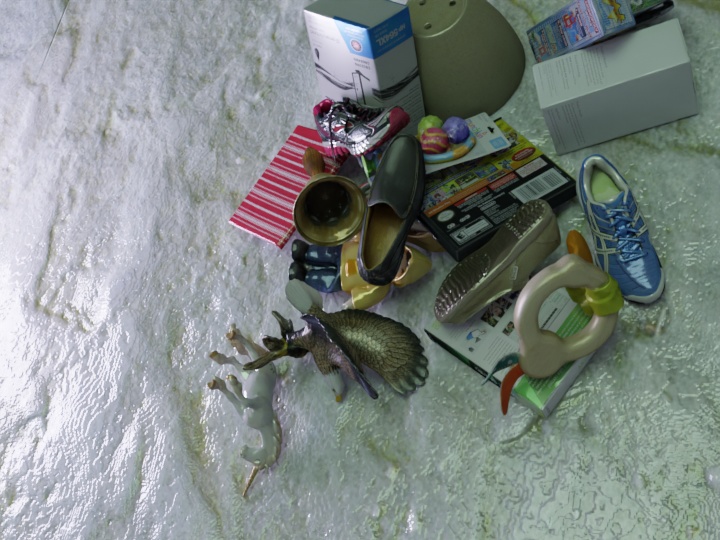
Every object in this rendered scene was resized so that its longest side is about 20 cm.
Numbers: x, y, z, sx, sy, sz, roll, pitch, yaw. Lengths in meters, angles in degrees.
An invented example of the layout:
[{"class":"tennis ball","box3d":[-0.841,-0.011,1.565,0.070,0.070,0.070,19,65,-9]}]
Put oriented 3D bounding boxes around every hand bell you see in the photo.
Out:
[{"class":"hand bell","box3d":[-0.059,-0.129,1.397,0.103,0.105,0.201,-31,33,6]}]

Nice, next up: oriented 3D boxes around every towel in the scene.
[{"class":"towel","box3d":[-0.102,-0.131,1.495,0.144,0.022,0.201,23,74,46]}]

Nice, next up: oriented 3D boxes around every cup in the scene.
[{"class":"cup","box3d":[0.129,-0.335,1.443,0.197,0.144,0.203,-12,57,19]}]

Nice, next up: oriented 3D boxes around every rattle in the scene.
[{"class":"rattle","box3d":[0.209,0.056,1.182,0.201,0.129,0.143,-55,38,20]}]

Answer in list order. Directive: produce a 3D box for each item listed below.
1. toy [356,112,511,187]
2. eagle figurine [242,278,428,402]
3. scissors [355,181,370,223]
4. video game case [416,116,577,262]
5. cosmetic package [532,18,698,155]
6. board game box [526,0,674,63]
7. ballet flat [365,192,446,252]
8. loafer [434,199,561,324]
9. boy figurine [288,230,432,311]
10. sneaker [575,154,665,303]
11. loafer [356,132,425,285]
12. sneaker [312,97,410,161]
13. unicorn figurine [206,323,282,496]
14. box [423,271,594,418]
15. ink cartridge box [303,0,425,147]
[{"class":"toy","box3d":[0.094,-0.179,1.352,0.197,0.048,0.116,-21,35,-1]},{"class":"eagle figurine","box3d":[-0.026,0.102,1.277,0.197,0.152,0.153,-3,46,36]},{"class":"scissors","box3d":[-0.029,-0.112,1.432,0.074,0.014,0.199,-59,34,-5]},{"class":"video game case","box3d":[0.162,-0.114,1.329,0.198,0.026,0.181,-29,48,-14]},{"class":"cosmetic package","box3d":[0.339,-0.241,1.307,0.197,0.113,0.082,-16,56,15]},{"class":"board game box","box3d":[0.339,-0.345,1.319,0.197,0.200,0.063,-22,95,2]},{"class":"ballet flat","box3d":[0.046,-0.079,1.383,0.197,0.063,0.069,15,71,32]},{"class":"loafer","box3d":[0.175,0.003,1.227,0.200,0.068,0.076,-44,26,15]},{"class":"boy figurine","box3d":[0.000,0.000,1.353,0.197,0.064,0.127,3,75,26]},{"class":"sneaker","box3d":[0.314,-0.052,1.218,0.075,0.077,0.203,-25,69,9]},{"class":"loafer","box3d":[0.041,-0.082,1.269,0.071,0.072,0.204,10,86,9]},{"class":"sneaker","box3d":[-0.008,-0.203,1.361,0.080,0.076,0.199,-36,19,-27]},{"class":"unicorn figurine","box3d":[-0.146,0.170,1.304,0.073,0.138,0.202,-19,40,33]},{"class":"box","box3d":[0.196,0.073,1.240,0.199,0.036,0.145,34,80,37]},{"class":"ink cartridge box","box3d":[0.009,-0.287,1.422,0.084,0.202,0.145,-36,42,-28]}]
